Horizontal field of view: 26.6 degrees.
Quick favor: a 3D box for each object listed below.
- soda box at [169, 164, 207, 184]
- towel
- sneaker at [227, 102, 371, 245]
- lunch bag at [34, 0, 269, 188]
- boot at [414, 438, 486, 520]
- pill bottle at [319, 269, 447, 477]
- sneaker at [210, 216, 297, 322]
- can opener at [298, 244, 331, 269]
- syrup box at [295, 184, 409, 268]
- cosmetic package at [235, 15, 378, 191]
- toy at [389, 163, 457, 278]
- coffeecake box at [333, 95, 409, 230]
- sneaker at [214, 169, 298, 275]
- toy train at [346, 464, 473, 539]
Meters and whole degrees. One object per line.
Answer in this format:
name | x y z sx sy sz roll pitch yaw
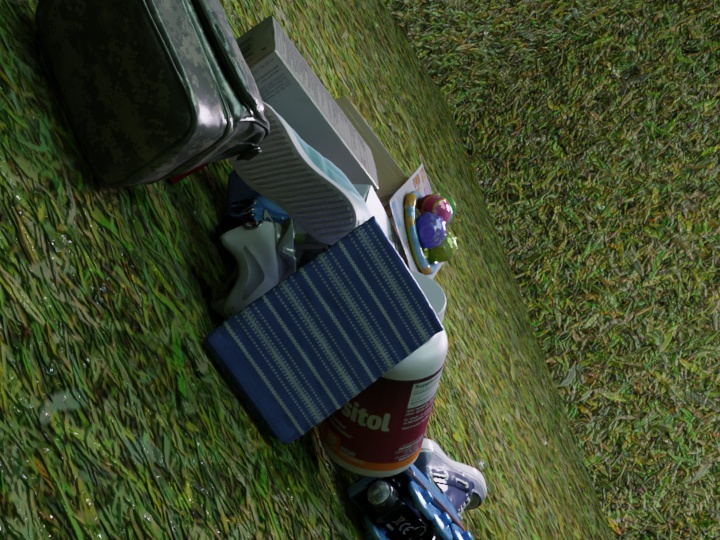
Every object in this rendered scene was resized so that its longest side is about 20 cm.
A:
soda box | -0.184 -0.175 1.596 0.070 0.063 0.201 57 14 -29
towel | -0.034 0.059 1.437 0.145 0.199 0.024 56 -2 -27
sneaker | -0.065 -0.096 1.536 0.200 0.074 0.082 50 13 16
lunch bag | -0.177 -0.187 1.375 0.167 0.138 0.202 -13 76 -60
boot | 0.106 0.289 1.922 0.200 0.072 0.091 38 34 -49
pill bottle | 0.026 0.103 1.558 0.114 0.111 0.202 -101 -161 -53
sneaker | -0.102 0.051 1.491 0.074 0.087 0.203 -126 -149 -77
can opener | -0.041 0.026 1.548 0.063 0.079 0.200 40 -10 8
syrup box | 0.000 0.000 1.640 0.201 0.080 0.079 59 38 -46
cosmetic package | -0.072 -0.159 1.649 0.201 0.087 0.104 52 13 -27
toy | 0.083 -0.050 1.712 0.200 0.047 0.117 -57 131 -72
coffeecake box | -0.015 -0.082 1.844 0.154 0.072 0.201 54 -24 29
sneaker | -0.112 -0.046 1.617 0.090 0.078 0.201 48 19 -44
toy train | 0.052 0.267 1.675 0.200 0.086 0.115 49 9 -45
